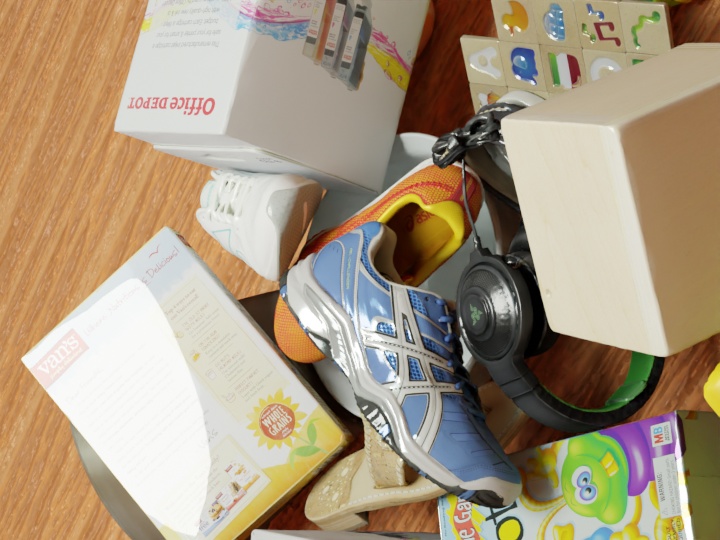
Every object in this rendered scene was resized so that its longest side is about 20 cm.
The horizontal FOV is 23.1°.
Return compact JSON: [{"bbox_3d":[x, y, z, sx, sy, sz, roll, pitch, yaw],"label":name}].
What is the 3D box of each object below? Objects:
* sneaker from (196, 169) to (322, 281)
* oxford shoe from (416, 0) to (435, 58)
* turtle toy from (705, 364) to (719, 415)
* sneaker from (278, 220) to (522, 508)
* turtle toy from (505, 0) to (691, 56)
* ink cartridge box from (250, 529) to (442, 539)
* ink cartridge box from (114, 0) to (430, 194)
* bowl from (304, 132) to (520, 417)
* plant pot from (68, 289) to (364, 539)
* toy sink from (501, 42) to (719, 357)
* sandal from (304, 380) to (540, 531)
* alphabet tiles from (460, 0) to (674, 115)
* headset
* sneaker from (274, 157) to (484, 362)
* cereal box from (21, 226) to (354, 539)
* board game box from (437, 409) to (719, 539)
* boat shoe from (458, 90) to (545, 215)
[{"bbox_3d":[-0.076,-0.036,1.217,0.071,0.080,0.200,-62,4,-8],"label":"sneaker"},{"bbox_3d":[-0.026,-0.143,1.356,0.200,0.073,0.071,-56,47,27],"label":"oxford shoe"},{"bbox_3d":[0.292,0.062,0.932,0.146,0.101,0.200,51,123,14],"label":"turtle toy"},{"bbox_3d":[0.034,0.056,1.056,0.077,0.076,0.200,-42,74,10],"label":"sneaker"},{"bbox_3d":[0.133,-0.218,1.166,0.146,0.101,0.200,-42,55,36],"label":"turtle toy"},{"bbox_3d":[0.024,0.230,1.148,0.068,0.200,0.116,-2,82,52],"label":"ink cartridge box"},{"bbox_3d":[-0.056,-0.167,1.223,0.145,0.144,0.201,9,82,52],"label":"ink cartridge box"},{"bbox_3d":[0.054,0.009,1.229,0.201,0.090,0.202,-11,75,47],"label":"bowl"},{"bbox_3d":[-0.091,0.101,1.325,0.173,0.200,0.200,-31,60,23],"label":"plant pot"},{"bbox_3d":[0.196,-0.054,0.989,0.112,0.200,0.131,13,123,59],"label":"toy sink"},{"bbox_3d":[0.017,0.107,1.131,0.212,0.070,0.078,-34,26,41],"label":"sandal"},{"bbox_3d":[0.150,-0.096,1.122,0.200,0.006,0.167,12,127,41],"label":"alphabet tiles"},{"bbox_3d":[0.110,-0.001,1.033,0.200,0.123,0.094,52,146,-5],"label":"headset"},{"bbox_3d":[0.000,0.000,1.154,0.200,0.073,0.077,-46,8,37],"label":"sneaker"},{"bbox_3d":[-0.122,0.089,1.230,0.144,0.040,0.200,-41,78,4],"label":"cereal box"},{"bbox_3d":[0.154,0.157,1.082,0.200,0.105,0.103,-22,69,44],"label":"board game box"},{"bbox_3d":[0.146,-0.042,1.110,0.200,0.060,0.074,39,140,20],"label":"boat shoe"}]
